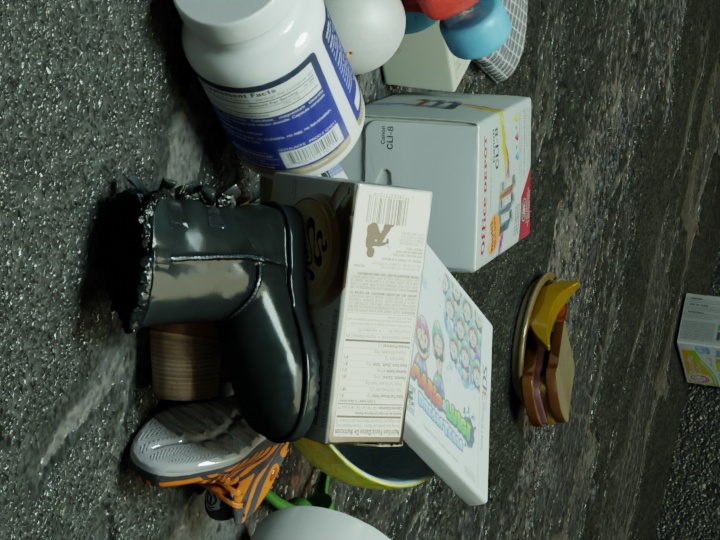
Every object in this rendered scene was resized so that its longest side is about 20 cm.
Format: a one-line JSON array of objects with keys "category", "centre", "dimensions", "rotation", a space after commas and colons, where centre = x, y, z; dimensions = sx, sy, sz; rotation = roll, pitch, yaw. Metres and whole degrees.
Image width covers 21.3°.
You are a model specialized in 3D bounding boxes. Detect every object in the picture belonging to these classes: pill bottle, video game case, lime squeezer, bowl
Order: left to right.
[{"category": "pill bottle", "centre": [-0.072, -0.168, 1.491], "dimensions": [0.200, 0.115, 0.116], "rotation": [66, 38, -56]}, {"category": "lime squeezer", "centre": [-0.051, 0.211, 1.806], "dimensions": [0.200, 0.038, 0.071], "rotation": [-15, 112, -67]}, {"category": "bowl", "centre": [-0.015, 0.108, 1.730], "dimensions": [0.200, 0.107, 0.201], "rotation": [19, 61, -38]}, {"category": "video game case", "centre": [0.070, 0.085, 1.685], "dimensions": [0.200, 0.024, 0.183], "rotation": [48, 39, -51]}]

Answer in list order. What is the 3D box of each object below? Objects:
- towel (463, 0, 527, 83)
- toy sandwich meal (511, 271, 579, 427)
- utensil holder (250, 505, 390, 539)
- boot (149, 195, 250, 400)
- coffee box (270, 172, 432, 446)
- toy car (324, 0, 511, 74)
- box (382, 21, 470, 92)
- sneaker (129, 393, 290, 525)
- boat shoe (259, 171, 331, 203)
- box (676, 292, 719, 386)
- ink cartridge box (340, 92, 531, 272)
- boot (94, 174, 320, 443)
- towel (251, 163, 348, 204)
[{"category": "towel", "centre": [0.131, -0.312, 2.027], "dimensions": [0.166, 0.085, 0.201], "rotation": [19, 80, -70]}, {"category": "toy sandwich meal", "centre": [0.255, 0.102, 2.537], "dimensions": [0.205, 0.070, 0.206], "rotation": [8, 90, -70]}, {"category": "utensil holder", "centre": [-0.053, 0.330, 1.662], "dimensions": [0.200, 0.169, 0.170], "rotation": [-64, 153, -42]}, {"category": "boot", "centre": [-0.109, 0.016, 1.545], "dimensions": [0.200, 0.076, 0.156], "rotation": [-6, 101, -61]}, {"category": "coffee box", "centre": [-0.017, 0.030, 1.497], "dimensions": [0.080, 0.113, 0.201], "rotation": [4, 95, -38]}, {"category": "toy car", "centre": [-0.003, -0.238, 1.662], "dimensions": [0.200, 0.177, 0.185], "rotation": [-42, 131, -17]}, {"category": "box", "centre": [0.058, -0.279, 1.852], "dimensions": [0.201, 0.077, 0.095], "rotation": [78, 28, -43]}, {"category": "sneaker", "centre": [-0.117, 0.164, 1.557], "dimensions": [0.200, 0.077, 0.112], "rotation": [-16, 132, -50]}, {"category": "boat shoe", "centre": [-0.024, -0.018, 1.606], "dimensions": [0.066, 0.074, 0.200], "rotation": [-24, 93, -52]}, {"category": "box", "centre": [0.662, 0.135, 3.585], "dimensions": [0.200, 0.112, 0.102], "rotation": [60, 41, -60]}, {"category": "ink cartridge box", "centre": [0.073, -0.089, 1.853], "dimensions": [0.200, 0.144, 0.146], "rotation": [-31, 123, -66]}, {"category": "boot", "centre": [-0.112, 0.029, 1.417], "dimensions": [0.162, 0.073, 0.199], "rotation": [4, 80, -46]}, {"category": "towel", "centre": [-0.021, 0.010, 1.672], "dimensions": [0.147, 0.024, 0.201], "rotation": [-37, 102, -48]}]
